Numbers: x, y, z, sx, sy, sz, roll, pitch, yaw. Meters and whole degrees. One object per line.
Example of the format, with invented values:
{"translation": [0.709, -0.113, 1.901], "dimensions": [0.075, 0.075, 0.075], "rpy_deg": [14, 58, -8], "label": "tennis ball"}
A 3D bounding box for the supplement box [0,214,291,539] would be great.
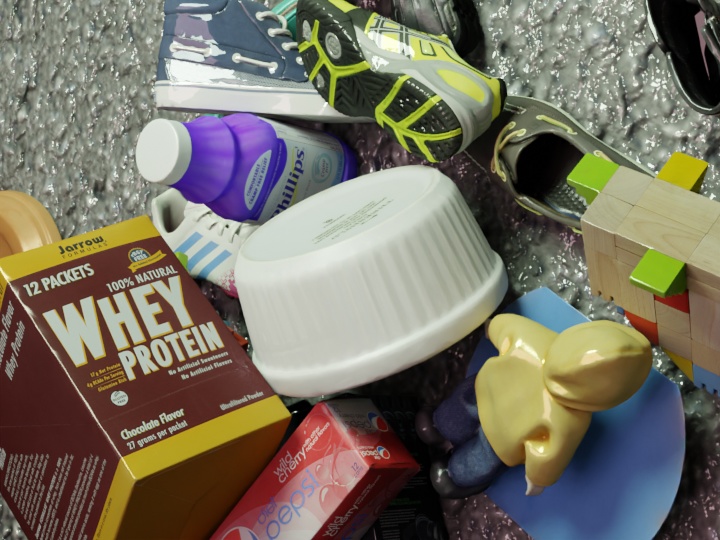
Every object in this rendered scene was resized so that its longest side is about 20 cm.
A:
{"translation": [-0.180, 0.110, 1.112], "dimensions": [0.201, 0.132, 0.198], "rpy_deg": [51, 140, 25], "label": "supplement box"}

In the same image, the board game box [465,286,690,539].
{"translation": [0.154, 0.114, 1.068], "dimensions": [0.200, 0.039, 0.160], "rpy_deg": [39, 116, 41], "label": "board game box"}

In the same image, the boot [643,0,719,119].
{"translation": [0.247, -0.092, 0.944], "dimensions": [0.070, 0.131, 0.201], "rpy_deg": [-42, 61, 28], "label": "boot"}

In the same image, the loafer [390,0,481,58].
{"translation": [0.033, -0.251, 1.179], "dimensions": [0.070, 0.068, 0.203], "rpy_deg": [-22, 75, 26], "label": "loafer"}

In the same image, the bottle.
{"translation": [-0.087, -0.079, 1.180], "dimensions": [0.065, 0.199, 0.085], "rpy_deg": [28, 102, 37], "label": "bottle"}

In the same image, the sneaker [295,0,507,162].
{"translation": [0.025, -0.150, 1.128], "dimensions": [0.200, 0.076, 0.076], "rpy_deg": [42, 143, 31], "label": "sneaker"}

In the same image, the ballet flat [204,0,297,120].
{"translation": [-0.086, -0.163, 1.279], "dimensions": [0.201, 0.067, 0.071], "rpy_deg": [-57, 36, 18], "label": "ballet flat"}

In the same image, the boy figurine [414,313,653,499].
{"translation": [0.114, 0.082, 1.020], "dimensions": [0.200, 0.064, 0.126], "rpy_deg": [-41, 59, 45], "label": "boy figurine"}

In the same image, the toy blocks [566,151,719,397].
{"translation": [0.222, 0.020, 0.960], "dimensions": [0.198, 0.137, 0.100], "rpy_deg": [25, 62, 31], "label": "toy blocks"}

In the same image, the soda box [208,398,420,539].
{"translation": [-0.048, 0.186, 1.093], "dimensions": [0.201, 0.063, 0.070], "rpy_deg": [-53, 57, 22], "label": "soda box"}

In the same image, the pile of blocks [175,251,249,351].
{"translation": [-0.131, 0.041, 1.247], "dimensions": [0.062, 0.200, 0.083], "rpy_deg": [-21, 32, 36], "label": "pile of blocks"}

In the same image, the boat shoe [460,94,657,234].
{"translation": [0.132, -0.079, 1.086], "dimensions": [0.200, 0.060, 0.073], "rpy_deg": [31, 106, 37], "label": "boat shoe"}

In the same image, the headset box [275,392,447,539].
{"translation": [-0.028, 0.202, 1.175], "dimensions": [0.173, 0.092, 0.203], "rpy_deg": [-22, 72, 36], "label": "headset box"}

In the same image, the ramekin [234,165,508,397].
{"translation": [0.000, 0.000, 1.090], "dimensions": [0.200, 0.202, 0.095], "rpy_deg": [-10, 111, 39], "label": "ramekin"}

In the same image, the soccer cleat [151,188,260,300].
{"translation": [-0.106, -0.024, 1.262], "dimensions": [0.198, 0.070, 0.087], "rpy_deg": [9, 121, 41], "label": "soccer cleat"}

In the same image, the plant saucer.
{"translation": [-0.368, 0.020, 1.515], "dimensions": [0.198, 0.037, 0.203], "rpy_deg": [-5, 82, 40], "label": "plant saucer"}

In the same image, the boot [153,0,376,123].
{"translation": [-0.064, -0.167, 1.198], "dimensions": [0.197, 0.073, 0.092], "rpy_deg": [4, 91, -2], "label": "boot"}
